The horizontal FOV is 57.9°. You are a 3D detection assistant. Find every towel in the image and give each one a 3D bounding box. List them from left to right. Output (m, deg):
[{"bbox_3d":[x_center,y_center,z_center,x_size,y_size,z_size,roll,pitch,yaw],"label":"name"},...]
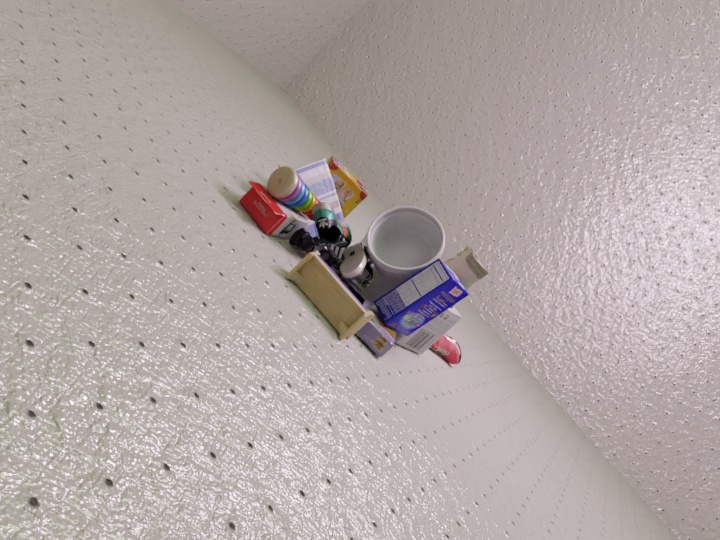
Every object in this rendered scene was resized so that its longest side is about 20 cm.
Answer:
[{"bbox_3d":[-0.126,-0.191,1.761,0.024,0.147,0.200,8,-60,55],"label":"towel"}]

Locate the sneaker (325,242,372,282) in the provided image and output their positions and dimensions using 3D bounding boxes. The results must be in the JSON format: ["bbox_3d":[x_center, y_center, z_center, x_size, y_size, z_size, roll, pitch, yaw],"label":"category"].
[{"bbox_3d":[-0.043,-0.062,1.862,0.200,0.108,0.070,52,12,26],"label":"sneaker"}]

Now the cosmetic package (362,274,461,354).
[{"bbox_3d":[0.143,0.098,1.839,0.165,0.165,0.200,30,20,-55],"label":"cosmetic package"}]

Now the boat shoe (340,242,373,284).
[{"bbox_3d":[0.000,0.000,1.690,0.093,0.075,0.200,60,12,-18],"label":"boat shoe"}]

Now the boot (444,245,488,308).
[{"bbox_3d":[0.235,-0.018,1.760,0.200,0.155,0.072,52,14,25],"label":"boot"}]

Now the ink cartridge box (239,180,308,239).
[{"bbox_3d":[-0.220,-0.147,1.618,0.116,0.067,0.200,49,12,14],"label":"ink cartridge box"}]

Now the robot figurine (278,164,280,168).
[{"bbox_3d":[-0.180,-0.205,1.834,0.200,0.117,0.144,50,11,17],"label":"robot figurine"}]

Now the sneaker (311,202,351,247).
[{"bbox_3d":[-0.071,-0.092,1.652,0.200,0.071,0.080,50,27,-60],"label":"sneaker"}]

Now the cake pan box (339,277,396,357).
[{"bbox_3d":[0.003,0.107,1.603,0.200,0.052,0.184,46,9,-1],"label":"cake pan box"}]

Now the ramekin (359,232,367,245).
[{"bbox_3d":[0.061,-0.021,2.107,0.200,0.105,0.200,44,12,-12],"label":"ramekin"}]

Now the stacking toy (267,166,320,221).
[{"bbox_3d":[-0.150,-0.179,1.645,0.085,0.085,0.200,55,8,35],"label":"stacking toy"}]

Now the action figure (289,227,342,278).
[{"bbox_3d":[-0.097,-0.046,1.719,0.130,0.069,0.200,50,10,32],"label":"action figure"}]

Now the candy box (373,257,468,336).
[{"bbox_3d":[0.156,0.070,1.636,0.077,0.200,0.169,61,11,25],"label":"candy box"}]

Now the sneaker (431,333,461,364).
[{"bbox_3d":[0.242,0.228,2.049,0.087,0.074,0.200,-45,109,-39],"label":"sneaker"}]

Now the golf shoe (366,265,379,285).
[{"bbox_3d":[0.011,-0.026,1.960,0.200,0.092,0.075,42,1,-20],"label":"golf shoe"}]

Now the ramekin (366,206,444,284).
[{"bbox_3d":[0.118,-0.056,1.692,0.200,0.200,0.105,53,-15,30],"label":"ramekin"}]

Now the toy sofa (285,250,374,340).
[{"bbox_3d":[-0.065,0.053,1.459,0.200,0.083,0.098,48,13,8],"label":"toy sofa"}]

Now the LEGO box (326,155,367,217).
[{"bbox_3d":[-0.100,-0.217,1.956,0.149,0.200,0.077,43,13,-18],"label":"LEGO box"}]
